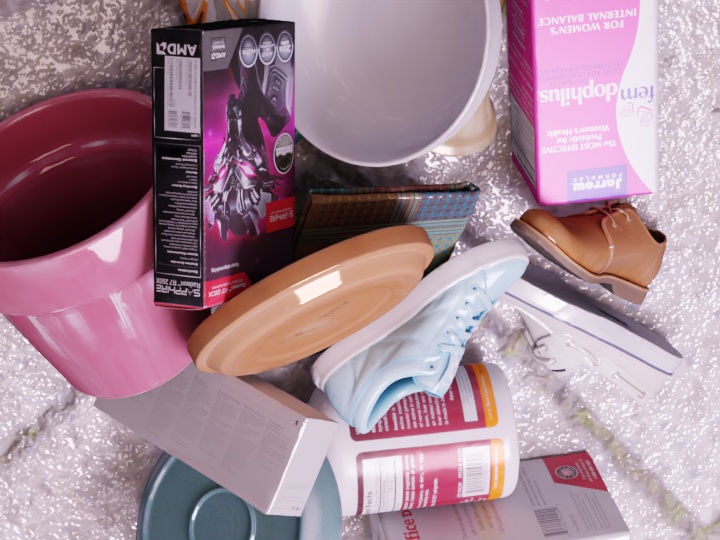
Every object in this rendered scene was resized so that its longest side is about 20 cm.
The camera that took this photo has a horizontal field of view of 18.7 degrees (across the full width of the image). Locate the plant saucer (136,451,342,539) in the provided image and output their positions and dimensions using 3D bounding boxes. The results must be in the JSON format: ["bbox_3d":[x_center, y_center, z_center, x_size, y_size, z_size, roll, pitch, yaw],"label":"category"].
[{"bbox_3d":[-0.104,0.205,1.733,0.200,0.200,0.027,-52,148,13],"label":"plant saucer"}]

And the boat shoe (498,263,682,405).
[{"bbox_3d":[0.172,0.055,1.809,0.199,0.071,0.070,27,103,-26],"label":"boat shoe"}]

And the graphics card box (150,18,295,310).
[{"bbox_3d":[-0.098,-0.079,1.578,0.051,0.125,0.201,5,101,31],"label":"graphics card box"}]

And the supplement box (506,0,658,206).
[{"bbox_3d":[0.172,-0.163,1.696,0.101,0.103,0.201,-7,115,-6],"label":"supplement box"}]

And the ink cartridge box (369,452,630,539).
[{"bbox_3d":[0.114,0.232,1.831,0.199,0.145,0.084,-7,115,-6],"label":"ink cartridge box"}]

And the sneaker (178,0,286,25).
[{"bbox_3d":[-0.089,-0.179,1.663,0.091,0.076,0.201,-11,115,-10],"label":"sneaker"}]

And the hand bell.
[{"bbox_3d":[0.091,-0.190,1.627,0.104,0.105,0.200,13,135,-15],"label":"hand bell"}]

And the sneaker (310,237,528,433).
[{"bbox_3d":[0.061,0.057,1.725,0.200,0.074,0.082,-37,70,8],"label":"sneaker"}]

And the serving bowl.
[{"bbox_3d":[0.023,-0.178,1.599,0.199,0.066,0.201,5,99,32],"label":"serving bowl"}]

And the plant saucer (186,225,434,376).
[{"bbox_3d":[-0.033,0.028,1.629,0.200,0.200,0.032,-28,77,3],"label":"plant saucer"}]

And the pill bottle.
[{"bbox_3d":[0.024,0.141,1.794,0.199,0.113,0.114,-5,114,-7],"label":"pill bottle"}]

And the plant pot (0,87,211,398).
[{"bbox_3d":[-0.202,-0.008,1.661,0.199,0.200,0.180,-22,130,0],"label":"plant pot"}]

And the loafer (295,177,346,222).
[{"bbox_3d":[-0.012,-0.044,1.730,0.199,0.070,0.075,2,143,-28],"label":"loafer"}]

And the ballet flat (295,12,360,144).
[{"bbox_3d":[-0.016,-0.175,1.685,0.200,0.071,0.071,-43,113,10],"label":"ballet flat"}]

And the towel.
[{"bbox_3d":[0.000,0.000,1.717,0.146,0.022,0.200,-4,143,-22],"label":"towel"}]

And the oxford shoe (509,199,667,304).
[{"bbox_3d":[0.184,-0.029,1.741,0.200,0.071,0.072,15,109,-57],"label":"oxford shoe"}]

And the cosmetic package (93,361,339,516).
[{"bbox_3d":[-0.115,0.112,1.713,0.051,0.199,0.083,11,104,-54],"label":"cosmetic package"}]
